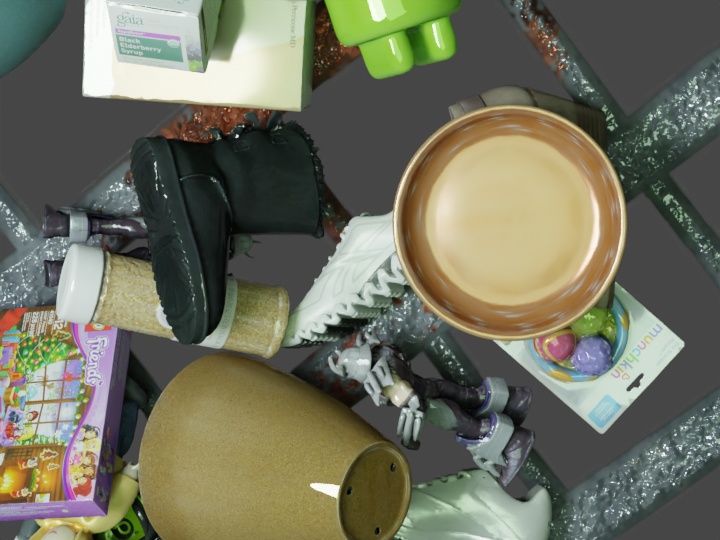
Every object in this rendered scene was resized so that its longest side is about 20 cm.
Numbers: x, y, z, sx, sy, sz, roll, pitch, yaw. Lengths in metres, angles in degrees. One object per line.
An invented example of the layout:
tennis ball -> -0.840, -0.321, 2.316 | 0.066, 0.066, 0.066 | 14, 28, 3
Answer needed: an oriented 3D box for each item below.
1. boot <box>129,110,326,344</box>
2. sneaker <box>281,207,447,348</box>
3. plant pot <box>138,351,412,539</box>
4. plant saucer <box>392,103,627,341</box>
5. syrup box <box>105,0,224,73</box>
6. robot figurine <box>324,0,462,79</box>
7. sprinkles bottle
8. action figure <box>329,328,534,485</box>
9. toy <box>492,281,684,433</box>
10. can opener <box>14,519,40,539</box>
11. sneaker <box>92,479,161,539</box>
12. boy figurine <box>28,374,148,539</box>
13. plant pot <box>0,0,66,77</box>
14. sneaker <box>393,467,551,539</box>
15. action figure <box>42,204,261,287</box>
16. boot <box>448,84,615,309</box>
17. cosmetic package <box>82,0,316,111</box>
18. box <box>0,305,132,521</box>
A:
boot -> -0.104, -0.040, 1.432 | 0.161, 0.073, 0.200 | -6, 72, -32
sneaker -> 0.000, 0.000, 1.491 | 0.199, 0.075, 0.081 | -36, 76, 12
plant pot -> -0.057, 0.176, 1.421 | 0.199, 0.186, 0.188 | 8, 104, 42
plant saucer -> 0.128, -0.041, 1.404 | 0.198, 0.037, 0.202 | 1, 98, 7
syrup box -> -0.152, -0.271, 1.388 | 0.078, 0.082, 0.201 | 8, 61, 4
robot figurine -> 0.018, -0.269, 1.408 | 0.174, 0.116, 0.201 | -19, 97, -18
sprinkles bottle -> -0.165, 0.028, 1.453 | 0.199, 0.068, 0.069 | 12, 102, -18
action figure -> 0.060, 0.115, 1.462 | 0.199, 0.130, 0.070 | 24, 118, -18
toy -> 0.184, 0.048, 1.486 | 0.200, 0.047, 0.115 | 41, 101, -2
can opener -> -0.302, 0.253, 1.568 | 0.052, 0.066, 0.201 | 25, 97, 0
sneaker -> -0.178, 0.214, 1.535 | 0.199, 0.083, 0.071 | -37, 95, 10
boy figurine -> -0.260, 0.194, 1.496 | 0.123, 0.065, 0.201 | 6, 61, 20
plant pot -> -0.334, -0.252, 1.427 | 0.134, 0.200, 0.202 | -13, 101, -28
sneaker -> 0.084, 0.219, 1.526 | 0.198, 0.075, 0.088 | 13, 90, -4
action figure -> -0.189, -0.027, 1.501 | 0.198, 0.069, 0.131 | -1, 94, -8
boot -> 0.147, -0.063, 1.447 | 0.145, 0.070, 0.202 | -3, 82, -6
cosmetic package -> -0.142, -0.199, 1.460 | 0.198, 0.071, 0.106 | 3, 100, 5
box -> -0.285, 0.126, 1.483 | 0.136, 0.039, 0.201 | -5, 58, 12
